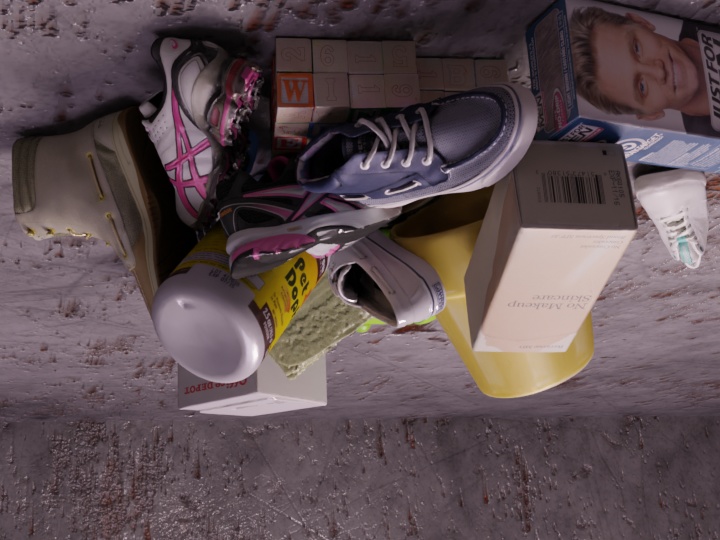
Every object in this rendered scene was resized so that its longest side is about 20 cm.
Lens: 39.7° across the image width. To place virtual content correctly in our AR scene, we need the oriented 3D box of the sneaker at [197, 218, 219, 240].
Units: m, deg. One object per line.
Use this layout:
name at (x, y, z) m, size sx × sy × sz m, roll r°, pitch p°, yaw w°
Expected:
sneaker at (-0.180, -0.016, 1.214) m, size 0.080 × 0.077 × 0.199 m, roll -4°, pitch 167°, yaw -33°

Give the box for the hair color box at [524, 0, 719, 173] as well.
hair color box at (0.230, -0.141, 0.783) m, size 0.196 × 0.102 × 0.060 m, roll 4°, pitch 163°, yaw -23°

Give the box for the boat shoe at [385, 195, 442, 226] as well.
boat shoe at (0.032, -0.085, 1.017) m, size 0.064 × 0.075 × 0.198 m, roll 2°, pitch 174°, yaw -35°

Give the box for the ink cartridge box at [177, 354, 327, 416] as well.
ink cartridge box at (-0.141, 0.079, 1.300) m, size 0.145 × 0.205 × 0.143 m, roll -14°, pitch 161°, yaw 36°

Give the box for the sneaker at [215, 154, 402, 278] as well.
sneaker at (-0.041, -0.061, 0.846) m, size 0.080 × 0.088 × 0.198 m, roll -26°, pitch 173°, yaw 37°

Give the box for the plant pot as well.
plant pot at (0.150, 0.015, 1.013) m, size 0.197 × 0.192 × 0.201 m, roll -20°, pitch -168°, yaw 4°

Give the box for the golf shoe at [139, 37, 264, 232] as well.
golf shoe at (-0.138, -0.114, 0.831) m, size 0.091 × 0.073 × 0.201 m, roll 24°, pitch 141°, yaw 2°

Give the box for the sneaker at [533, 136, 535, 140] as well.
sneaker at (0.167, -0.113, 0.917) m, size 0.069 × 0.077 × 0.199 m, roll 8°, pitch 160°, yaw -35°

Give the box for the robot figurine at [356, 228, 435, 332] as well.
robot figurine at (0.030, 0.008, 1.239) m, size 0.196 × 0.118 × 0.176 m, roll 2°, pitch 155°, yaw -20°

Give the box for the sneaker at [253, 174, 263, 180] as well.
sneaker at (-0.063, -0.070, 1.031) m, size 0.070 × 0.075 × 0.198 m, roll 13°, pitch 157°, yaw -37°

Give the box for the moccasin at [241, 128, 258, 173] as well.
moccasin at (-0.176, -0.091, 0.959) m, size 0.067 × 0.082 × 0.199 m, roll 24°, pitch 134°, yaw -32°

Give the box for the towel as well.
towel at (-0.058, 0.021, 1.156) m, size 0.199 × 0.149 × 0.037 m, roll -37°, pitch -175°, yaw 22°

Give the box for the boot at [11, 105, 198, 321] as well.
boot at (-0.236, -0.037, 0.917) m, size 0.152 × 0.204 × 0.072 m, roll -8°, pitch -167°, yaw 25°

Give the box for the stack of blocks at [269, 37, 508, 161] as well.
stack of blocks at (0.024, -0.138, 0.833) m, size 0.195 × 0.060 × 0.115 m, roll 0°, pitch 164°, yaw -9°

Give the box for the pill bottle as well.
pill bottle at (-0.096, -0.001, 0.902) m, size 0.107 × 0.201 × 0.111 m, roll 14°, pitch 131°, yaw 17°

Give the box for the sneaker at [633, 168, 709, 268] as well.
sneaker at (0.366, -0.055, 1.137) m, size 0.074 × 0.091 × 0.199 m, roll -10°, pitch 163°, yaw 29°

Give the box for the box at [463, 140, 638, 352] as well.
box at (0.146, -0.012, 0.807) m, size 0.093 × 0.079 × 0.201 m, roll 0°, pitch 149°, yaw -4°

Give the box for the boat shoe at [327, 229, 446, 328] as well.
boat shoe at (0.000, 0.000, 0.976) m, size 0.065 × 0.075 × 0.199 m, roll -25°, pitch -153°, yaw -26°

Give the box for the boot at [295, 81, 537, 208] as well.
boot at (0.036, -0.091, 0.751) m, size 0.089 × 0.074 × 0.199 m, roll 3°, pitch 164°, yaw -37°
